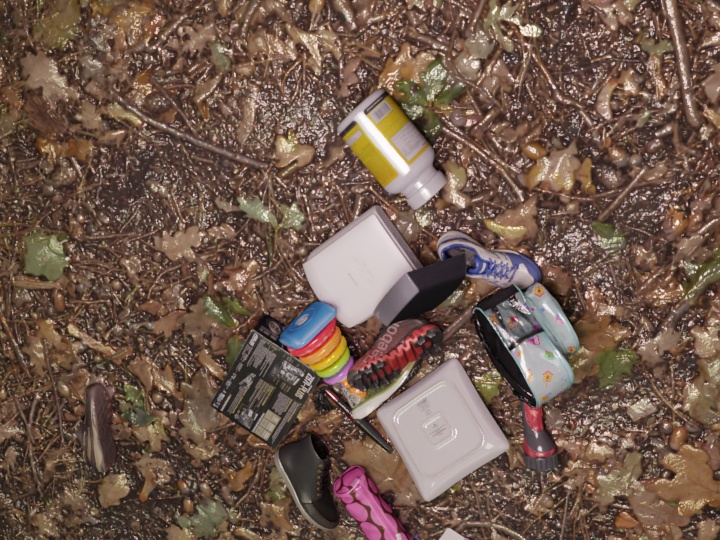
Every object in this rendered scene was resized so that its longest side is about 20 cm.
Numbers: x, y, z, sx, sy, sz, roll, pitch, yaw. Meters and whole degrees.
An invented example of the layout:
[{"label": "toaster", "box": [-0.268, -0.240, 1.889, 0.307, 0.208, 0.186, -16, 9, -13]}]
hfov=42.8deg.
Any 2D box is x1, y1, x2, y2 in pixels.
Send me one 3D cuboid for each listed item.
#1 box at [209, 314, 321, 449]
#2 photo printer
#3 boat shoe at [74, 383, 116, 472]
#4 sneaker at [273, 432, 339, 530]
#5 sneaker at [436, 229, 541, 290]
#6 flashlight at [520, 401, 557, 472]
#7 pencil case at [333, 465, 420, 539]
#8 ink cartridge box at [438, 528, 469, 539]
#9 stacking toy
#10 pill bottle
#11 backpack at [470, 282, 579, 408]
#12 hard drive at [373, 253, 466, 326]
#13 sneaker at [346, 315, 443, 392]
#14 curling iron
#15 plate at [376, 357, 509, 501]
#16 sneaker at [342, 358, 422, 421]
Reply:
[{"label": "box", "box": [-0.177, 0.219, 1.812, 0.162, 0.086, 0.202, 32, 112, 2]}, {"label": "photo printer", "box": [0.000, 0.000, 1.707, 0.199, 0.070, 0.167, -34, 97, 21]}, {"label": "boat shoe", "box": [-0.574, 0.337, 1.955, 0.072, 0.075, 0.204, 4, 107, 12]}, {"label": "sneaker", "box": [-0.084, 0.431, 1.861, 0.105, 0.075, 0.201, -31, 97, 29]}, {"label": "sneaker", "box": [0.227, -0.004, 1.642, 0.197, 0.088, 0.076, 19, 110, 5]}, {"label": "flashlight", "box": [0.330, 0.273, 1.718, 0.066, 0.068, 0.204, -4, 108, 16]}, {"label": "pencil case", "box": [0.029, 0.493, 1.850, 0.090, 0.094, 0.201, -38, 99, -9]}, {"label": "ink cartridge box", "box": [0.230, 0.629, 1.859, 0.198, 0.068, 0.117, 32, 112, 2]}, {"label": "stacking toy", "box": [-0.053, 0.167, 1.719, 0.110, 0.116, 0.201, -43, 110, -16]}, {"label": "pill bottle", "box": [0.059, -0.208, 1.602, 0.112, 0.112, 0.201, -38, 96, 21]}, {"label": "backpack", "box": [0.296, 0.132, 1.601, 0.151, 0.176, 0.203, -24, 74, -2]}, {"label": "hard drive", "box": [0.106, 0.039, 1.614, 0.133, 0.200, 0.043, -18, 74, -22]}, {"label": "sneaker", "box": [0.053, 0.147, 1.708, 0.199, 0.098, 0.071, -32, 137, -8]}, {"label": "curling iron", "box": [-0.014, 0.300, 1.834, 0.199, 0.026, 0.050, 36, 121, -1]}, {"label": "plate", "box": [0.149, 0.300, 1.736, 0.198, 0.032, 0.202, -36, 72, 13]}, {"label": "sneaker", "box": [0.036, 0.205, 1.770, 0.200, 0.077, 0.089, -43, 81, 18]}]
